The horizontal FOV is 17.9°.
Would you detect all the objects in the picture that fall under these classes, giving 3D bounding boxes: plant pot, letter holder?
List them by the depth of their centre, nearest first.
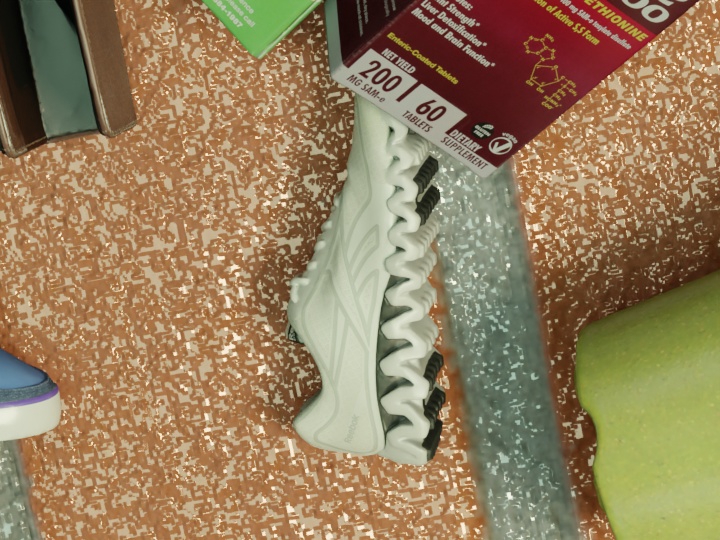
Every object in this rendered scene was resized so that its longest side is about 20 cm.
[{"bbox_3d":[0.208,0.068,1.096,0.183,0.200,0.201,-16,98,16],"label":"plant pot"},{"bbox_3d":[-0.184,-0.154,1.101,0.100,0.142,0.201,-10,98,4],"label":"letter holder"}]

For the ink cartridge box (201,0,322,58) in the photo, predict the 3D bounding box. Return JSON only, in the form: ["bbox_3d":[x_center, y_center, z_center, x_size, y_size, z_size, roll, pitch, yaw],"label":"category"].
[{"bbox_3d":[-0.021,-0.224,1.081,0.200,0.084,0.146,-40,95,28],"label":"ink cartridge box"}]

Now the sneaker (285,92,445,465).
[{"bbox_3d":[0.000,0.000,1.155,0.081,0.075,0.201,1,98,12],"label":"sneaker"}]

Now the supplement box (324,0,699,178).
[{"bbox_3d":[0.088,-0.143,1.077,0.109,0.061,0.200,30,125,-30],"label":"supplement box"}]

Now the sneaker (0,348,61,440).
[{"bbox_3d":[-0.241,-0.002,1.157,0.199,0.081,0.147,12,103,7],"label":"sneaker"}]
